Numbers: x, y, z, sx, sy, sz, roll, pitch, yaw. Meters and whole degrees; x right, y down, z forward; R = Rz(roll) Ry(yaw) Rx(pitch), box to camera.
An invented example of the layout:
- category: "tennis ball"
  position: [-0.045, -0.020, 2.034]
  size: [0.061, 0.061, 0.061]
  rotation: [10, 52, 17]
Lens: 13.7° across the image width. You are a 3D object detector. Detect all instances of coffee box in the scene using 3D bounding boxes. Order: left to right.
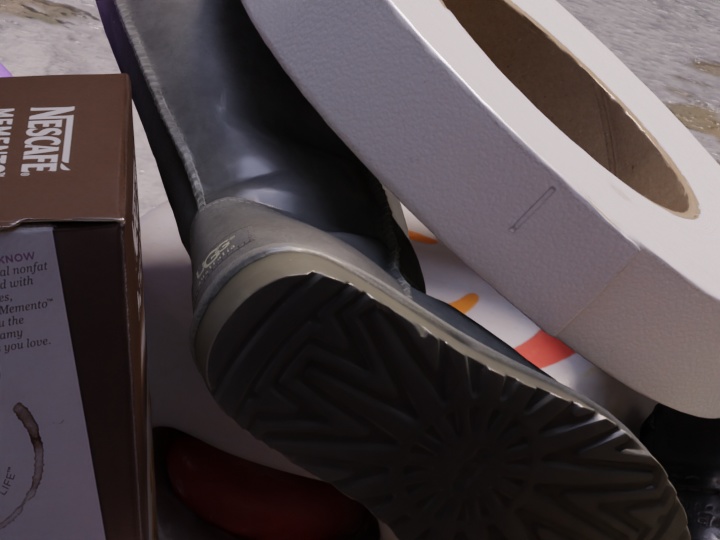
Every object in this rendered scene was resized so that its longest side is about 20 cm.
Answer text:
- category: "coffee box"
  position: [-0.093, 0.062, 0.777]
  size: [0.079, 0.201, 0.114]
  rotation: [-3, 22, -3]

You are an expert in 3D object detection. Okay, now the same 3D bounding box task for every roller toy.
- category: "roller toy"
  position: [-0.002, 0.063, 0.954]
  size: [0.199, 0.140, 0.183]
  rotation: [-2, 28, -18]

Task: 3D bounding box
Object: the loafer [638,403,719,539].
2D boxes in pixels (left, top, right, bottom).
- category: "loafer"
  position: [0.119, 0.110, 0.935]
  size: [0.068, 0.071, 0.201]
  rotation: [4, -29, 19]

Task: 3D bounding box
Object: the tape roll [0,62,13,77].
- category: "tape roll"
  position: [-0.173, 0.012, 0.864]
  size: [0.199, 0.201, 0.066]
  rotation: [4, 24, -30]

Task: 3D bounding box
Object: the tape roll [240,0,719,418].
- category: "tape roll"
  position: [0.047, -0.040, 0.854]
  size: [0.203, 0.037, 0.203]
  rotation: [40, 16, -14]

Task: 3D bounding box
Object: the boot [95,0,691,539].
- category: "boot"
  position: [0.002, -0.001, 0.838]
  size: [0.182, 0.073, 0.200]
  rotation: [43, 9, -29]
